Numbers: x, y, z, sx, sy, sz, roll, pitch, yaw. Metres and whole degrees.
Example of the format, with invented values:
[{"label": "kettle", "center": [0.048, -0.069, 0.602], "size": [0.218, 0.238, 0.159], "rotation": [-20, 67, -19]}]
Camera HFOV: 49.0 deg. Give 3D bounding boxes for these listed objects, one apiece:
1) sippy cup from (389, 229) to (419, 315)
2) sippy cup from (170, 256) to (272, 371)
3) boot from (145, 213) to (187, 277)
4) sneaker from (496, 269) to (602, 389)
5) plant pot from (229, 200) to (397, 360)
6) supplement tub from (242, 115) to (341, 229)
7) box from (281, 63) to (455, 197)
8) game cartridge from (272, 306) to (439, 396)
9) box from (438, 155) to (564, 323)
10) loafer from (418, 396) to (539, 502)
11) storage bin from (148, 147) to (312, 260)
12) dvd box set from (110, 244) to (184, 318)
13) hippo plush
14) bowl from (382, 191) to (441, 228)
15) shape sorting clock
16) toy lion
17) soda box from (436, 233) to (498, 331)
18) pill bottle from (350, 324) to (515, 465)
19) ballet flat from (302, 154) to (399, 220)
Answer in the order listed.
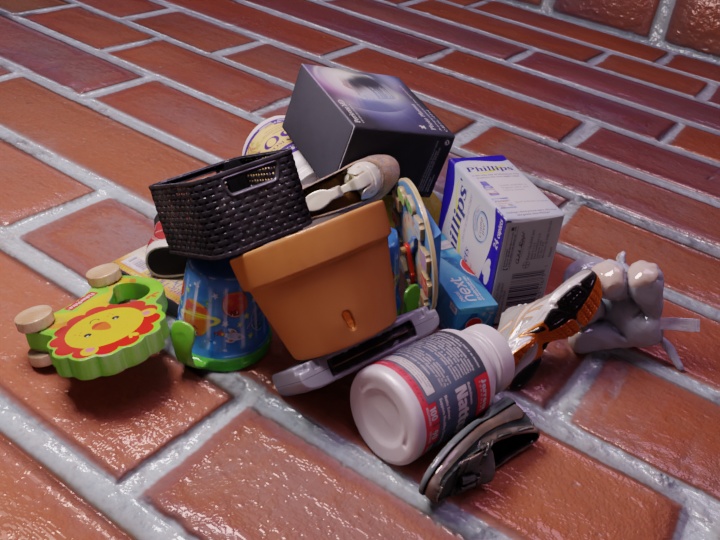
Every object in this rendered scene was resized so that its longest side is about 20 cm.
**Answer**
[{"label": "sippy cup", "center": [0.000, 0.000, 1.133], "size": [0.174, 0.132, 0.140], "rotation": [9, 32, 1]}, {"label": "sippy cup", "center": [-0.182, 0.039, 1.045], "size": [0.137, 0.132, 0.179], "rotation": [0, 33, -14]}, {"label": "boot", "center": [-0.213, -0.052, 1.178], "size": [0.196, 0.074, 0.145], "rotation": [2, 33, -8]}, {"label": "sneaker", "center": [0.239, 0.064, 1.085], "size": [0.200, 0.076, 0.092], "rotation": [-43, 35, 0]}, {"label": "plant pot", "center": [-0.042, 0.017, 0.949], "size": [0.197, 0.142, 0.200], "rotation": [-20, 3, 1]}, {"label": "supplement tub", "center": [-0.109, -0.163, 1.357], "size": [0.143, 0.148, 0.200], "rotation": [-10, 36, -26]}, {"label": "box", "center": [0.010, -0.222, 1.259], "size": [0.195, 0.125, 0.201], "rotation": [-2, 40, -33]}, {"label": "game cartridge", "center": [-0.008, 0.103, 0.993], "size": [0.197, 0.133, 0.042], "rotation": [-23, 83, -24]}, {"label": "box", "center": [0.207, -0.052, 1.227], "size": [0.103, 0.187, 0.201], "rotation": [-6, 34, -18]}, {"label": "loafer", "center": [0.145, 0.212, 0.917], "size": [0.063, 0.073, 0.199], "rotation": [34, 38, 24]}, {"label": "storage bin", "center": [-0.163, -0.081, 0.969], "size": [0.134, 0.095, 0.199], "rotation": [-23, 14, -27]}, {"label": "dvd box set", "center": [-0.254, -0.009, 1.193], "size": [0.145, 0.030, 0.199], "rotation": [25, 35, 23]}, {"label": "hippo plush", "center": [0.385, 0.026, 1.172], "size": [0.196, 0.162, 0.162], "rotation": [6, 33, -2]}, {"label": "bowl", "center": [0.061, -0.115, 1.360], "size": [0.196, 0.109, 0.201], "rotation": [6, 32, -4]}, {"label": "shape sorting clock", "center": [0.076, -0.033, 1.154], "size": [0.039, 0.203, 0.201], "rotation": [-13, 37, -13]}, {"label": "toy lion", "center": [-0.313, 0.066, 0.987], "size": [0.188, 0.070, 0.200], "rotation": [5, 28, 26]}, {"label": "soda box", "center": [0.132, 0.022, 1.207], "size": [0.067, 0.065, 0.201], "rotation": [-5, 36, -20]}, {"label": "pill bottle", "center": [0.095, 0.140, 0.964], "size": [0.198, 0.121, 0.119], "rotation": [-22, 43, -38]}, {"label": "ballet flat", "center": [-0.025, -0.112, 1.124], "size": [0.197, 0.069, 0.067], "rotation": [-27, 4, -12]}]
